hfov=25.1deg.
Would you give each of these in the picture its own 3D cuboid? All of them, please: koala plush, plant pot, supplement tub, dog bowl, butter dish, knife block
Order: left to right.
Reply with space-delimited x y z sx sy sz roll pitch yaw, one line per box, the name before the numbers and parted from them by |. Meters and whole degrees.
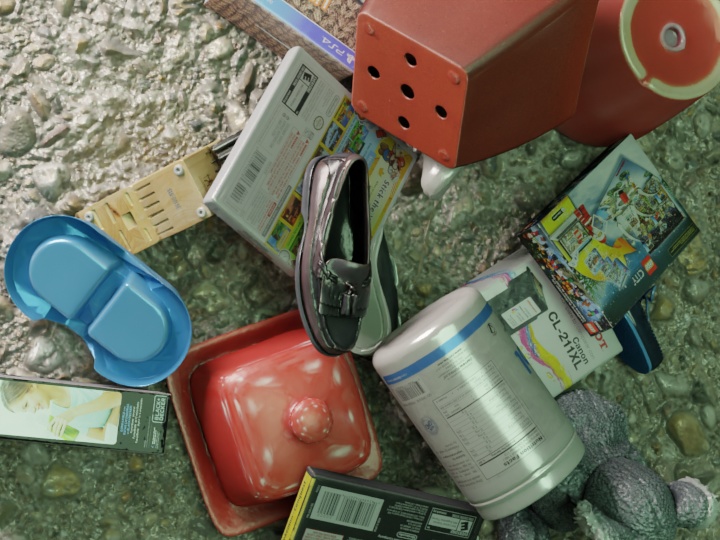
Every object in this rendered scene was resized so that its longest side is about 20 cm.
dog bowl | -0.252 0.026 1.585 0.200 0.050 0.112 39 101 -5
knife block | -0.167 -0.086 1.652 0.200 0.176 0.064 -25 96 25
butter dish | -0.069 0.148 1.619 0.199 0.148 0.200 -19 92 -21
plant pot | 0.097 -0.223 1.619 0.200 0.200 0.176 34 55 22
supplement tub | 0.116 0.130 1.604 0.132 0.132 0.200 -38 97 -19
koala plush | 0.258 0.235 1.688 0.177 0.200 0.184 -8 108 -21
plant pot | 0.300 -0.242 1.770 0.200 0.177 0.201 1 87 -20

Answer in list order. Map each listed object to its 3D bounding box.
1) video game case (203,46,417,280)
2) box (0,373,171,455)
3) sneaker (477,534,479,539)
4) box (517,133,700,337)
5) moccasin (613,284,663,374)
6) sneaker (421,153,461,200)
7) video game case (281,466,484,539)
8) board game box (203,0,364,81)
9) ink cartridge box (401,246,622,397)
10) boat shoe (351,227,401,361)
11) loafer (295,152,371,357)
video game case | -0.046 -0.093 1.627 0.182 0.023 0.200 40 60 -26
box | -0.293 0.135 1.553 0.199 0.117 0.060 9 86 -21
sneaker | 0.035 0.300 1.674 0.200 0.074 0.085 -29 120 -20
box | 0.270 -0.040 1.748 0.200 0.038 0.137 -41 98 -38
moccasin | 0.288 0.017 1.801 0.068 0.080 0.200 -33 99 -24
sneaker | 0.085 -0.155 1.721 0.088 0.075 0.200 32 44 -5
video game case | 0.007 0.300 1.618 0.199 0.025 0.181 16 100 -25
board game box | -0.038 -0.322 1.689 0.159 0.097 0.200 33 75 -16
ink cartridge box | 0.160 0.074 1.745 0.200 0.083 0.146 -32 97 -19
boat shoe | 0.000 0.000 1.701 0.075 0.060 0.201 -9 71 15
loafer | -0.020 -0.018 1.579 0.072 0.063 0.201 5 80 -39
